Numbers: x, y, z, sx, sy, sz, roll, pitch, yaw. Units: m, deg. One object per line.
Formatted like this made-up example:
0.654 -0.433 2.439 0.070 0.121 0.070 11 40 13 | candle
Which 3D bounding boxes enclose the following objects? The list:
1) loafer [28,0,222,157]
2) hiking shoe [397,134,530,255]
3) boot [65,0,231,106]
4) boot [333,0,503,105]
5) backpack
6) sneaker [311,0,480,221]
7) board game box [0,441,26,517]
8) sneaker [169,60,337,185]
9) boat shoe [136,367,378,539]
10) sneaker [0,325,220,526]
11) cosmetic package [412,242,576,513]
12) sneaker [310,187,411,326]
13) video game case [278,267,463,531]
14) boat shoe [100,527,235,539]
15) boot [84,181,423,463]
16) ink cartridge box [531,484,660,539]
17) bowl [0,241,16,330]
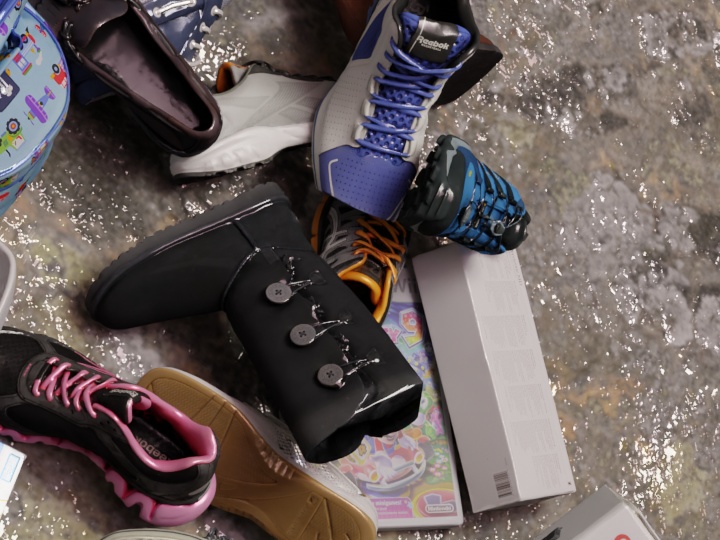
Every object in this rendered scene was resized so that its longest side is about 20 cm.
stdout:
-0.168 -0.161 1.525 0.200 0.063 0.072 45 80 -9 | loafer
0.083 -0.050 1.589 0.087 0.200 0.075 28 99 6 | hiking shoe
-0.134 -0.183 1.617 0.200 0.073 0.091 -18 89 -27 | boot
0.013 -0.226 1.727 0.188 0.068 0.200 -6 57 -55 | boot
-0.282 -0.130 1.460 0.200 0.134 0.183 46 57 -15 | backpack
0.027 -0.139 1.557 0.080 0.115 0.200 18 88 -10 | sneaker
-0.311 0.177 1.397 0.135 0.034 0.200 30 60 -21 | board game box
-0.059 -0.124 1.630 0.200 0.074 0.080 -19 96 -35 | sneaker
-0.073 0.135 1.548 0.200 0.071 0.069 38 17 -1 | boat shoe
-0.176 0.090 1.464 0.200 0.095 0.079 30 61 -3 | sneaker
0.101 0.080 1.674 0.082 0.051 0.200 0 73 -52 | cosmetic package
0.000 0.000 1.610 0.078 0.077 0.200 32 58 -18 | sneaker
0.002 0.094 1.637 0.143 0.018 0.200 2 73 -32 | video game case
-0.100 0.217 1.501 0.200 0.062 0.075 14 93 -29 | boat shoe
-0.074 0.053 1.504 0.165 0.066 0.200 -31 66 -8 | boot
0.147 0.271 1.572 0.200 0.084 0.144 -37 97 0 | ink cartridge box
-0.329 0.046 1.370 0.199 0.075 0.200 21 61 9 | bowl
